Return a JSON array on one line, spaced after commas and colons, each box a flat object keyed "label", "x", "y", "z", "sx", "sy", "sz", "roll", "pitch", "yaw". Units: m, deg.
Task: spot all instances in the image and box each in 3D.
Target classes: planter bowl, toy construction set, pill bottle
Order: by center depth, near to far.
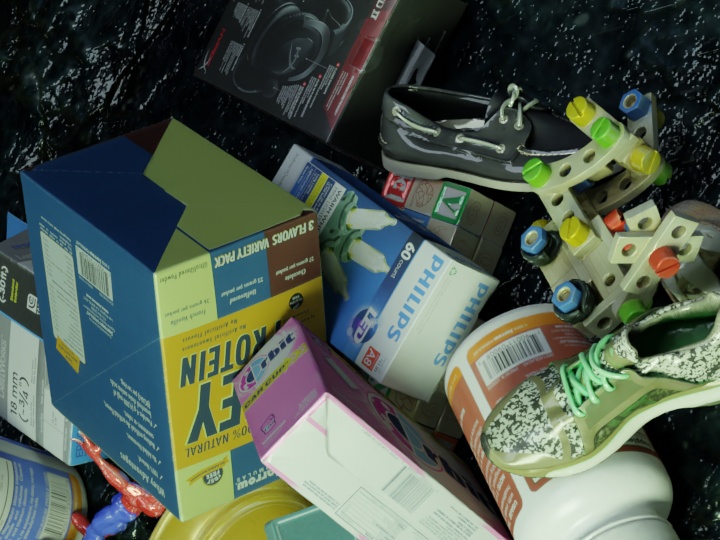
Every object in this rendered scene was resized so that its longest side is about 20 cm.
[{"label": "toy construction set", "x": 0.171, "y": -0.032, "z": 1.580, "sx": 0.131, "sy": 0.092, "sz": 0.200, "roll": -43, "pitch": 27, "yaw": 15}, {"label": "pill bottle", "x": 0.140, "y": 0.130, "z": 1.583, "sx": 0.112, "sy": 0.112, "sz": 0.201, "roll": -41, "pitch": 51, "yaw": 21}, {"label": "planter bowl", "x": -0.069, "y": 0.243, "z": 1.738, "sx": 0.199, "sy": 0.083, "sz": 0.202, "roll": -18, "pitch": 61, "yaw": 35}, {"label": "pill bottle", "x": -0.324, "y": 0.180, "z": 1.906, "sx": 0.111, "sy": 0.199, "sz": 0.113, "roll": -17, "pitch": 62, "yaw": 36}]

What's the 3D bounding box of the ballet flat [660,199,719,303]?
[{"label": "ballet flat", "x": 0.240, "y": 0.019, "z": 1.570, "sx": 0.068, "sy": 0.067, "sz": 0.201, "roll": -41, "pitch": 50, "yaw": 16}]

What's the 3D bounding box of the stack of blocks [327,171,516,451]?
[{"label": "stack of blocks", "x": 0.042, "y": 0.035, "z": 1.743, "sx": 0.115, "sy": 0.058, "sz": 0.202, "roll": 19, "pitch": 86, "yaw": 44}]

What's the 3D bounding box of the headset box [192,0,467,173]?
[{"label": "headset box", "x": -0.020, "y": -0.179, "z": 1.871, "sx": 0.199, "sy": 0.077, "sz": 0.150, "roll": 28, "pitch": 92, "yaw": 43}]

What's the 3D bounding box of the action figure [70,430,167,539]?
[{"label": "action figure", "x": -0.198, "y": 0.162, "z": 1.836, "sx": 0.200, "sy": 0.099, "sz": 0.065, "roll": -32, "pitch": 11, "yaw": 47}]

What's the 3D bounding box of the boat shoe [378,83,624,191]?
[{"label": "boat shoe", "x": 0.100, "y": -0.100, "z": 1.711, "sx": 0.198, "sy": 0.073, "sz": 0.063, "roll": 5, "pitch": 117, "yaw": 30}]

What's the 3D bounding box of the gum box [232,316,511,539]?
[{"label": "gum box", "x": 0.012, "y": 0.135, "z": 1.612, "sx": 0.066, "sy": 0.200, "sz": 0.114, "roll": -45, "pitch": 26, "yaw": 9}]

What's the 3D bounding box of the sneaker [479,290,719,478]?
[{"label": "sneaker", "x": 0.160, "y": 0.060, "z": 1.492, "sx": 0.199, "sy": 0.089, "sz": 0.077, "roll": -27, "pitch": 57, "yaw": 6}]

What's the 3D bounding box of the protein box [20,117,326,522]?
[{"label": "protein box", "x": -0.132, "y": 0.031, "z": 1.705, "sx": 0.198, "sy": 0.134, "sz": 0.202, "roll": 34, "pitch": 136, "yaw": 47}]

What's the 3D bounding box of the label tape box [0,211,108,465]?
[{"label": "label tape box", "x": -0.267, "y": 0.054, "z": 1.963, "sx": 0.199, "sy": 0.063, "sz": 0.146, "roll": 28, "pitch": 120, "yaw": 44}]

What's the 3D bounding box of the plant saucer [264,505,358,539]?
[{"label": "plant saucer", "x": -0.009, "y": 0.245, "z": 1.618, "sx": 0.069, "sy": 0.019, "sz": 0.201, "roll": -19, "pitch": 58, "yaw": -1}]

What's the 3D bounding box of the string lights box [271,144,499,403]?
[{"label": "string lights box", "x": 0.000, "y": 0.000, "z": 1.710, "sx": 0.200, "sy": 0.059, "sz": 0.103, "roll": 37, "pitch": 99, "yaw": 45}]
